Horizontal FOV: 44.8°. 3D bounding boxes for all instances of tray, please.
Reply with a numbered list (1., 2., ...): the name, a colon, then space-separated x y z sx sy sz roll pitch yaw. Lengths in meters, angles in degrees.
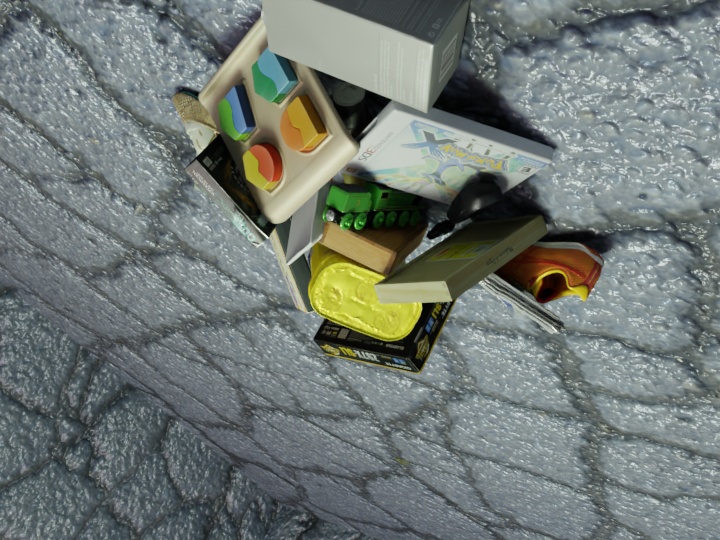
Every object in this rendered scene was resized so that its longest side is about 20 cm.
1. tray: 0.023 -0.051 1.179 0.098 0.037 0.200 26 -161 9
2. tray: -0.059 -0.111 1.131 0.022 0.200 0.107 14 160 -19

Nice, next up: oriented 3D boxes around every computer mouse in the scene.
1. computer mouse: 0.123 -0.075 1.106 0.034 0.059 0.200 65 160 4

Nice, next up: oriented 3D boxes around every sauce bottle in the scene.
1. sauce bottle: 0.002 -0.158 1.117 0.066 0.066 0.200 21 152 20

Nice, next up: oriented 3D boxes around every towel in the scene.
1. towel: 0.186 0.024 1.189 0.147 0.024 0.200 34 -178 -13

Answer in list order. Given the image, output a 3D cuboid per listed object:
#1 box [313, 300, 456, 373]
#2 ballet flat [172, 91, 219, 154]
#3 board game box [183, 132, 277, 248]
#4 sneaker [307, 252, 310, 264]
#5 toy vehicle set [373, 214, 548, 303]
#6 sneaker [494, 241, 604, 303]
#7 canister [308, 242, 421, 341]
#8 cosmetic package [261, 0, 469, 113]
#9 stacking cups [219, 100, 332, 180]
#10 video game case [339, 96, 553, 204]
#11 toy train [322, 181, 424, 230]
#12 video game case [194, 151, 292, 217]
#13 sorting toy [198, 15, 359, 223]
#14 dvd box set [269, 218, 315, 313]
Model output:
1. box: 0.040 0.071 1.391 0.200 0.160 0.049 7 146 40
2. ballet flat: -0.200 -0.186 1.281 0.200 0.065 0.071 32 159 -2
3. board game box: -0.148 -0.128 1.175 0.028 0.200 0.135 -34 106 26
4. sneaker: -0.046 -0.003 1.397 0.081 0.115 0.199 38 154 -14
5. toy vehicle set: 0.127 -0.015 1.094 0.124 0.200 0.027 -4 112 50
6. sneaker: 0.228 0.003 1.148 0.073 0.077 0.200 39 163 -21
7. canister: 0.000 0.000 1.211 0.148 0.087 0.200 22 -159 -14
8. cosmetic package: 0.001 -0.256 0.907 0.200 0.090 0.107 27 155 13
9. stacking cups: -0.112 -0.189 1.205 0.200 0.061 0.060 40 154 -32
10. video game case: 0.093 -0.131 1.034 0.200 0.022 0.182 14 160 -19
11. toy train: 0.022 -0.086 1.122 0.042 0.057 0.200 28 -160 29
12. video game case: -0.175 -0.133 1.407 0.200 0.022 0.182 29 155 0
13. sorting toy: -0.110 -0.180 1.064 0.185 0.036 0.200 -38 81 41
14. dvd box set: -0.104 -0.010 1.340 0.200 0.029 0.147 175 74 -81
